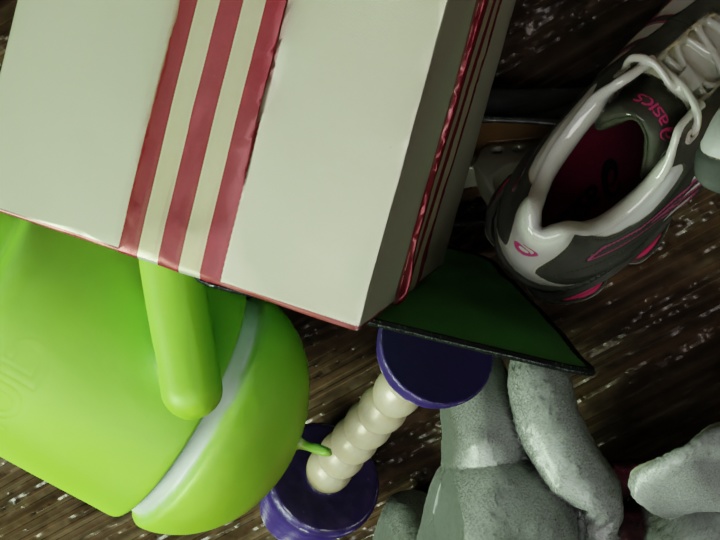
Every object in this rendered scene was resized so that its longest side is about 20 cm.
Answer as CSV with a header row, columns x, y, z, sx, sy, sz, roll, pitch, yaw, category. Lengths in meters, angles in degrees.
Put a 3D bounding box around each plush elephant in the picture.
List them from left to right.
x,y,z,sx,sy,sz,roll,pitch,yaw,category
0.108,0.116,1.123,0.154,0.200,0.166,5,117,-16,plush elephant

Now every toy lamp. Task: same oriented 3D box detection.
x,y,z,sx,sy,sz,roll,pitch,yaw,category
0.000,0.074,1.128,0.058,0.059,0.200,26,150,-7,toy lamp

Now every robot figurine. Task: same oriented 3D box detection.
x,y,z,sx,sy,sz,roll,pitch,yaw,category
-0.109,0.038,1.090,0.199,0.116,0.175,30,161,-15,robot figurine

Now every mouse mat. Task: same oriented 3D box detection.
x,y,z,sx,sy,sz,roll,pitch,yaw,category
0.000,0.000,1.031,0.160,0.200,0.008,14,100,-12,mouse mat

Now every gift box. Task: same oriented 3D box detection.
x,y,z,sx,sy,sz,roll,pitch,yaw,category
-0.045,-0.103,0.962,0.198,0.185,0.188,18,102,5,gift box

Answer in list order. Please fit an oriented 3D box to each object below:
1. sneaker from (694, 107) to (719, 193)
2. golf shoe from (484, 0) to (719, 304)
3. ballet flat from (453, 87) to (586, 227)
x,y,z,sx,sy,sz,roll,pitch,yaw,category
0.190,-0.106,0.957,0.067,0.201,0.109,18,124,40,sneaker
0.132,-0.068,1.001,0.077,0.088,0.200,41,87,7,golf shoe
0.047,-0.045,1.078,0.198,0.069,0.068,-5,123,12,ballet flat
